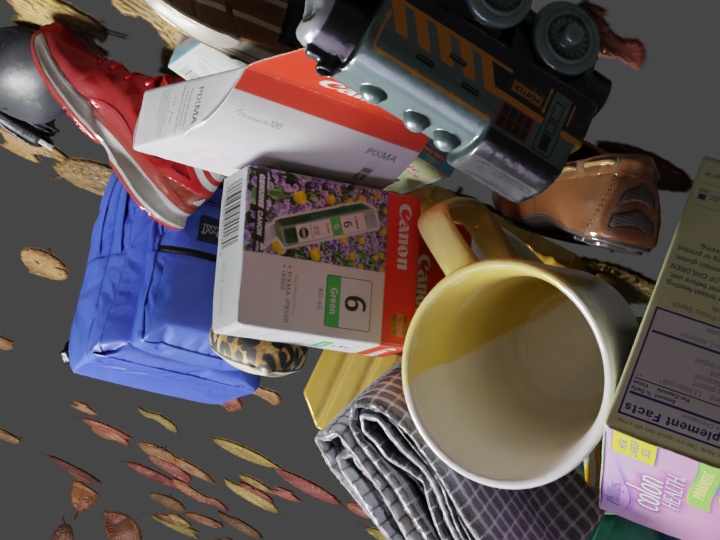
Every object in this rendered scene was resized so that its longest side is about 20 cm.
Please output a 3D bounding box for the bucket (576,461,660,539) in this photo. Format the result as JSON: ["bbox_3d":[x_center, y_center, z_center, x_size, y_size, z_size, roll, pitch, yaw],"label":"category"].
[{"bbox_3d":[0.154,0.232,1.433,0.205,0.136,0.208,-15,159,-6],"label":"bucket"}]

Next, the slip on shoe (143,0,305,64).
[{"bbox_3d":[-0.067,-0.164,1.144,0.198,0.077,0.061,21,155,-11],"label":"slip on shoe"}]

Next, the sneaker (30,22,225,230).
[{"bbox_3d":[-0.163,-0.140,1.343,0.201,0.115,0.078,51,-169,10],"label":"sneaker"}]

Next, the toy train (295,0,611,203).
[{"bbox_3d":[0.056,-0.128,1.020,0.199,0.115,0.085,31,159,-16],"label":"toy train"}]

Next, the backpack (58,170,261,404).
[{"bbox_3d":[-0.137,-0.006,1.438,0.161,0.202,0.167,17,161,-26],"label":"backpack"}]

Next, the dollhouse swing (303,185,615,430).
[{"bbox_3d":[0.065,0.061,1.399,0.199,0.177,0.182,27,161,-2],"label":"dollhouse swing"}]

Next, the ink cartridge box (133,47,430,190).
[{"bbox_3d":[-0.034,-0.091,1.145,0.161,0.058,0.199,16,172,-35],"label":"ink cartridge box"}]

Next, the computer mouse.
[{"bbox_3d":[-0.296,-0.152,1.473,0.138,0.053,0.199,35,158,-22],"label":"computer mouse"}]

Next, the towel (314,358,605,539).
[{"bbox_3d":[0.078,0.152,1.238,0.085,0.165,0.201,-40,89,28],"label":"towel"}]

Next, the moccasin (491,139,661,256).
[{"bbox_3d":[0.143,-0.059,1.157,0.073,0.079,0.201,12,-178,-12],"label":"moccasin"}]

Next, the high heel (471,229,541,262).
[{"bbox_3d":[0.061,0.024,1.335,0.199,0.072,0.143,27,136,-18],"label":"high heel"}]

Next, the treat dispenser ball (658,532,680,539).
[{"bbox_3d":[0.280,0.251,1.584,0.199,0.202,0.201,22,160,8],"label":"treat dispenser ball"}]

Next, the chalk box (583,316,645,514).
[{"bbox_3d":[0.271,0.111,1.313,0.198,0.126,0.124,-2,158,1],"label":"chalk box"}]

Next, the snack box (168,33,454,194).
[{"bbox_3d":[-0.032,-0.122,1.255,0.199,0.037,0.116,32,160,-20],"label":"snack box"}]

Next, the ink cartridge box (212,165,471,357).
[{"bbox_3d":[0.000,0.000,1.191,0.198,0.110,0.050,9,167,-25],"label":"ink cartridge box"}]

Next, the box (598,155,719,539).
[{"bbox_3d":[0.237,0.060,1.153,0.096,0.201,0.176,19,159,14],"label":"box"}]

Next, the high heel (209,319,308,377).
[{"bbox_3d":[-0.064,-0.007,1.254,0.071,0.144,0.200,11,-168,-8],"label":"high heel"}]

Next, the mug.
[{"bbox_3d":[0.125,0.043,1.189,0.148,0.189,0.153,0,-175,26],"label":"mug"}]
